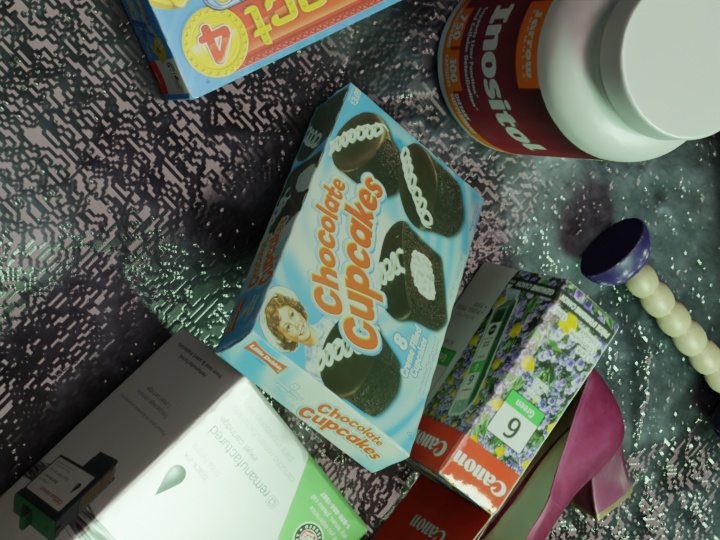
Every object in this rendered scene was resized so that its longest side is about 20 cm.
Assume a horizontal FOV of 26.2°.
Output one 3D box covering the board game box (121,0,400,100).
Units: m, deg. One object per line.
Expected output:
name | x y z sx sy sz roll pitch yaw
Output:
board game box | -0.057 -0.225 0.872 0.199 0.056 0.197 -29 105 -17

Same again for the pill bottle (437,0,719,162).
pill bottle | 0.132 -0.120 0.883 0.112 0.200 0.114 -2 96 -22

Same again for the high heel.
high heel | 0.091 0.144 0.962 0.199 0.067 0.096 -30 116 -22

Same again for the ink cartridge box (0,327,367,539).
ink cartridge box | -0.117 0.157 0.858 0.200 0.084 0.146 -44 125 -13

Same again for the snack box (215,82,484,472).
snack box | 0.000 0.000 0.874 0.116 0.037 0.201 39 46 -22

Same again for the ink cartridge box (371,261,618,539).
ink cartridge box | 0.059 0.093 0.925 0.050 0.109 0.200 38 81 -21

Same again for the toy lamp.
toy lamp | 0.224 0.054 1.018 0.200 0.058 0.058 45 79 -19
